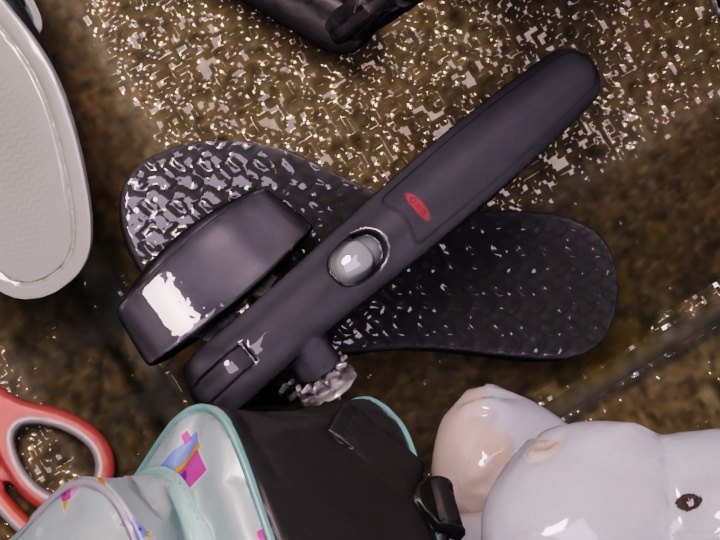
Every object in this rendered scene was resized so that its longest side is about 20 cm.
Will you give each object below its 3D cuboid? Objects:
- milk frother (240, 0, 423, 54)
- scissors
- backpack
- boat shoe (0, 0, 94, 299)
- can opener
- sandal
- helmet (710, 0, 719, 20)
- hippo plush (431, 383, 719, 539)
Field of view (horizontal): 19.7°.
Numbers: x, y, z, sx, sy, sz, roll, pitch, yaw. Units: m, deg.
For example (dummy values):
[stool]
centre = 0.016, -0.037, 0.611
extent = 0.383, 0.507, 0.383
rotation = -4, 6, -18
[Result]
[milk frother]
centre = -0.007, -0.180, 0.734
extent = 0.188, 0.200, 0.181
rotation = 34, 86, -1
[scissors]
centre = -0.172, 0.029, 0.789
extent = 0.073, 0.014, 0.200
rotation = -39, 90, -7
[backpack]
centre = -0.057, 0.158, 0.689
extent = 0.153, 0.200, 0.176
rotation = -5, 59, -40
[boat shoe]
centre = -0.150, -0.084, 0.779
extent = 0.075, 0.060, 0.201
rotation = -24, 89, 12
[can opener]
centre = 0.010, -0.017, 0.744
extent = 0.200, 0.063, 0.079
rotation = -36, 97, -15
[sandal]
centre = 0.000, 0.001, 0.799
extent = 0.199, 0.048, 0.076
rotation = 12, 82, -17
[helmet]
centre = 0.228, -0.144, 0.759
extent = 0.199, 0.191, 0.201
rotation = 6, 104, 25
[hippo plush]
centre = 0.106, 0.121, 0.734
extent = 0.199, 0.161, 0.160
rotation = 6, 84, -5
